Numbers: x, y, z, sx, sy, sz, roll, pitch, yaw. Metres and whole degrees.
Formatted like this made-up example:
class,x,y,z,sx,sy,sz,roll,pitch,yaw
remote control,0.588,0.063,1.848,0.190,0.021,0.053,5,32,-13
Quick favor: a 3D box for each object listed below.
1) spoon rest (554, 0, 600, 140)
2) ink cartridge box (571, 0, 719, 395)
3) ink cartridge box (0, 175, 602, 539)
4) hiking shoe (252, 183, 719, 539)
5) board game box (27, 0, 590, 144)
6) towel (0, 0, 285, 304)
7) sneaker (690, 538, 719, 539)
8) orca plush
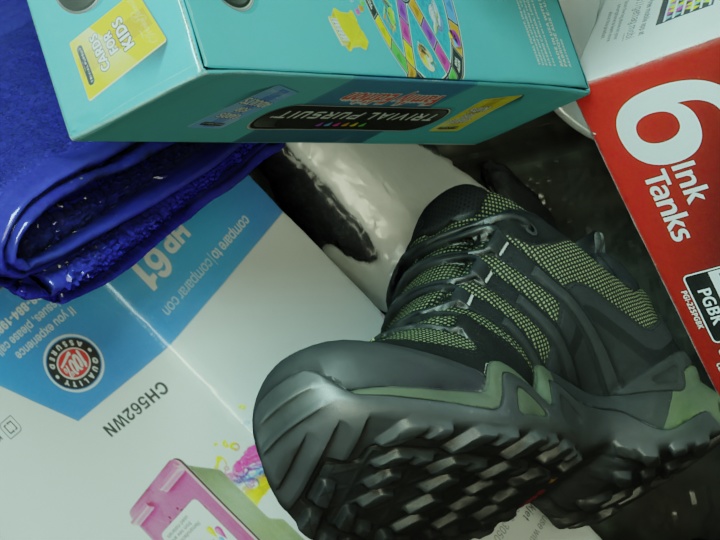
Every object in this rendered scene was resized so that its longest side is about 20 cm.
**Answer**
class,x,y,z,sx,sy,sz,roll,pitch,yaw
spoon rest,0.152,-0.092,0.888,0.199,0.061,0.100,-5,96,-6
ink cartridge box,0.189,-0.019,0.828,0.175,0.084,0.200,-19,114,24
ink cartridge box,-0.045,0.073,0.838,0.200,0.085,0.144,45,130,-8
hiking shoe,0.027,0.026,0.780,0.076,0.200,0.101,-40,65,28
board game box,-0.025,-0.112,0.728,0.047,0.200,0.151,-24,79,31
towel,-0.124,-0.057,0.789,0.200,0.148,0.050,22,129,32
sneaker,0.091,0.172,0.901,0.114,0.076,0.200,39,121,29
orca plush,0.000,0.000,0.875,0.200,0.105,0.071,31,129,-25
